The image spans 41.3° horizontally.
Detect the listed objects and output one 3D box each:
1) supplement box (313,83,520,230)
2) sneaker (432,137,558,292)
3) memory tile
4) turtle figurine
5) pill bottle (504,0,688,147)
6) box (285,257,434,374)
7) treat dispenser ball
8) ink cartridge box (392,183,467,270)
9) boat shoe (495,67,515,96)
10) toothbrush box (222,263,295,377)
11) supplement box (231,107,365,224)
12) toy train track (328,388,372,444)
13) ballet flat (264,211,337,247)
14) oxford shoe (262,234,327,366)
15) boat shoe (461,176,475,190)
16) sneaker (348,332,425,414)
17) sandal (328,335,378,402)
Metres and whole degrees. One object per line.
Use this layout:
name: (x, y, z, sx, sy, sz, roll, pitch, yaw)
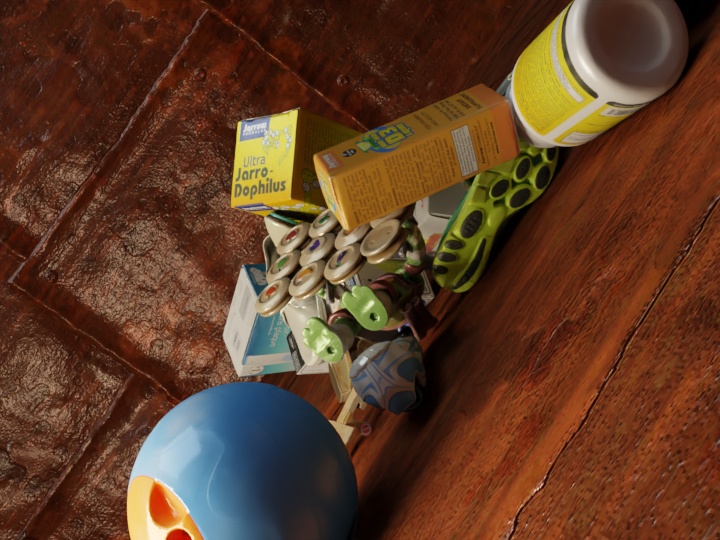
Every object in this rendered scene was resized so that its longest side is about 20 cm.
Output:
supplement box: (0.056, -0.116, 0.961, 0.198, 0.069, 0.067, -26, 32, -7)
sneaker: (0.139, -0.072, 1.049, 0.201, 0.074, 0.084, -55, 9, 11)
memory tile: (-0.026, -0.031, 1.013, 0.198, 0.017, 0.154, -25, 29, 30)
turtle figurine: (0.000, 0.000, 1.030, 0.194, 0.142, 0.203, -45, -50, -62)
pill bottle: (0.209, -0.184, 0.896, 0.113, 0.112, 0.200, -56, 6, -15)
box: (-0.004, 0.062, 1.258, 0.200, 0.115, 0.061, -51, 49, 46)
treat dispenser ball: (-0.100, 0.199, 0.822, 0.202, 0.200, 0.201, -54, 5, 7)
ink cartridge box: (0.095, -0.100, 1.233, 0.200, 0.082, 0.147, 131, 143, -68)
boat shoe: (0.207, -0.228, 1.356, 0.071, 0.061, 0.202, -7, -26, -37)
toothbrush box: (-0.082, 0.065, 1.368, 0.086, 0.198, 0.147, 60, 141, 38)
supplement box: (-0.049, -0.116, 1.187, 0.108, 0.199, 0.111, -3, 79, 42)
toy train track: (-0.036, 0.224, 1.053, 0.202, 0.032, 0.115, -62, 13, -11)
ballet flat: (-0.055, -0.021, 1.193, 0.199, 0.070, 0.070, 16, -64, -53)
oxford shoe: (-0.088, 0.033, 1.235, 0.075, 0.057, 0.202, -47, 49, 44)
boat shoe: (0.123, -0.125, 1.084, 0.200, 0.076, 0.075, -18, -20, 24)
sneaker: (0.035, 0.107, 0.955, 0.072, 0.073, 0.200, -36, -6, 8)
sandal: (0.001, 0.112, 1.213, 0.069, 0.078, 0.212, -18, -19, -11)
